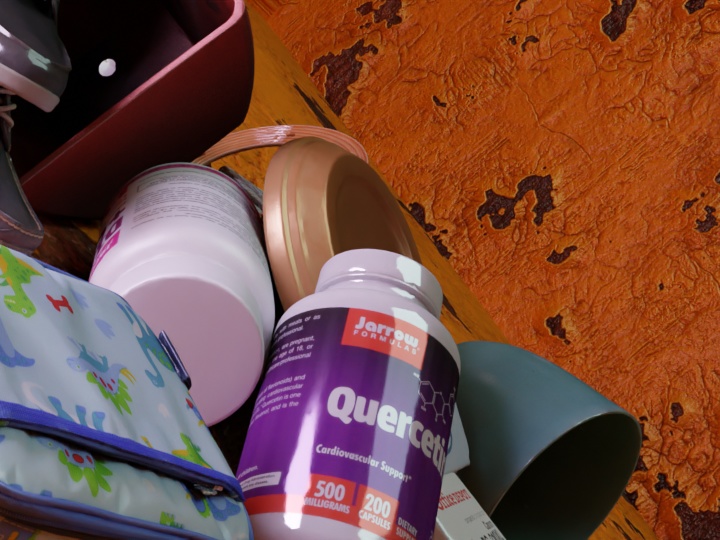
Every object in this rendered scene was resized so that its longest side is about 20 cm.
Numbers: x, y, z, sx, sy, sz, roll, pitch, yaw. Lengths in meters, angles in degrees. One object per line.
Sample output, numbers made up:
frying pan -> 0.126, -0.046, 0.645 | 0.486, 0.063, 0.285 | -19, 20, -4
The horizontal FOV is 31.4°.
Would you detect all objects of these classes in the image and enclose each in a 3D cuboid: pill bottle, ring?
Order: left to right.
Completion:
pill bottle -> -0.111, 0.012, 0.790 | 0.113, 0.113, 0.200 | 47, 8, -19
ring -> -0.090, -0.070, 1.076 | 0.201, 0.199, 0.019 | -118, -167, -57
pill bottle -> -0.006, 0.090, 0.715 | 0.112, 0.112, 0.201 | 43, 45, -37

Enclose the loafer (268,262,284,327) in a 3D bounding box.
loafer -> -0.071, 0.051, 0.998 | 0.200, 0.072, 0.063 | 47, 12, -42

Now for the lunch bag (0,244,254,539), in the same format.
lunch bag -> -0.135, 0.068, 0.531 | 0.200, 0.082, 0.161 | 36, 19, -56

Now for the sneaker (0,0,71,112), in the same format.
sneaker -> -0.194, -0.177, 0.725 | 0.075, 0.106, 0.200 | 33, 14, -47

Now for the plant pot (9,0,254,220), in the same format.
plant pot -> -0.186, -0.150, 0.895 | 0.200, 0.200, 0.176 | 53, -1, 19

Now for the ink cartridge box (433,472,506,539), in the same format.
ink cartridge box -> 0.078, 0.242, 0.867 | 0.200, 0.084, 0.145 | 52, 8, 14

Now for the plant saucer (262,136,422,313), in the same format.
plant saucer -> 0.000, 0.000, 0.879 | 0.200, 0.037, 0.201 | 47, 33, -44

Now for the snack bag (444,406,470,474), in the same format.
snack bag -> 0.023, 0.066, 0.962 | 0.188, 0.021, 0.201 | -1, 75, -67

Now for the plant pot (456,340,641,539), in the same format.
plant pot -> 0.122, 0.159, 1.140 | 0.161, 0.201, 0.200 | 41, 2, 37

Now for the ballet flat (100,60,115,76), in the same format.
ballet flat -> -0.242, -0.183, 1.112 | 0.069, 0.071, 0.200 | 41, 13, -51

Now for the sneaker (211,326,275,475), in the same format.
sneaker -> -0.059, 0.103, 0.860 | 0.090, 0.067, 0.200 | 53, 5, -34

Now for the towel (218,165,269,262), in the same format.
towel -> -0.067, 0.001, 1.137 | 0.165, 0.086, 0.200 | 35, 5, -33

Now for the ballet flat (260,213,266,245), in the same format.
ballet flat -> -0.013, 0.010, 1.004 | 0.068, 0.075, 0.201 | 10, -41, 42

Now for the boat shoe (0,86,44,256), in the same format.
boat shoe -> -0.238, -0.095, 0.729 | 0.200, 0.073, 0.074 | 51, 8, 12
